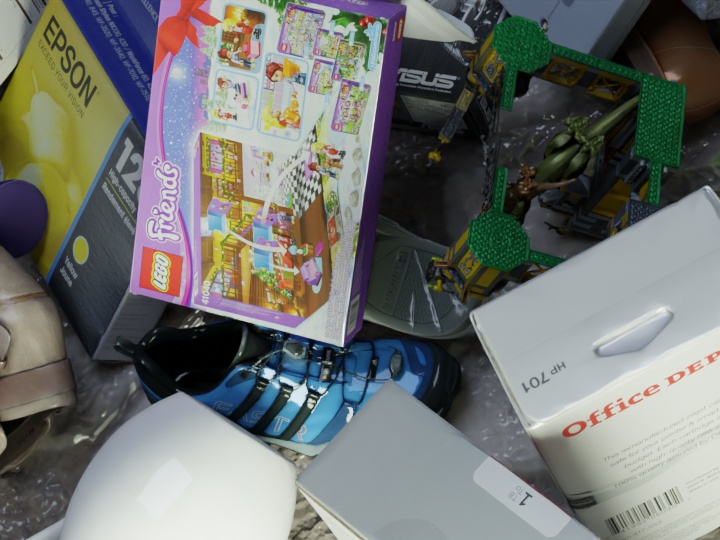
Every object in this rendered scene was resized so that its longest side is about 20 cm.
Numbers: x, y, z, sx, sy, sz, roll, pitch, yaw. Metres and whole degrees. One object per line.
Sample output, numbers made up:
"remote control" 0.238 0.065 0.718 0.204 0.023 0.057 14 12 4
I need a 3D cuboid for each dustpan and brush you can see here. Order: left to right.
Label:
"dustpan and brush" -0.036 -0.188 1.522 0.200 0.140 0.057 8 74 39

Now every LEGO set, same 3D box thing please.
"LEGO set" 0.107 -0.037 1.522 0.154 0.116 0.200 8 62 -16

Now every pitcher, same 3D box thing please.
"pitcher" -0.140 0.164 1.514 0.172 0.121 0.200 31 86 41

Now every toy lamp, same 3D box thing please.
"toy lamp" -0.277 -0.059 1.714 0.200 0.058 0.058 21 68 49

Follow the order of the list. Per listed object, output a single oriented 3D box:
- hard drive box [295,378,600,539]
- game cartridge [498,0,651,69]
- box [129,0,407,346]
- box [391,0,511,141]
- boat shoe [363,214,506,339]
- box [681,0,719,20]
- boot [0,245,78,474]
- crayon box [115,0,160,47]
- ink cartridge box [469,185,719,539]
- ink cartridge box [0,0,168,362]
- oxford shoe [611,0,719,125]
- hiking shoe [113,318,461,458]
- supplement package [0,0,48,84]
"hard drive box" 0.071 0.168 1.369 0.077 0.200 0.156 -47 56 -10
"game cartridge" 0.116 -0.223 1.589 0.133 0.040 0.200 -54 53 36
"box" -0.055 -0.068 1.502 0.137 0.200 0.039 14 22 14
"box" 0.013 -0.173 1.697 0.200 0.048 0.159 11 65 27
"boat shoe" 0.001 -0.001 1.594 0.202 0.065 0.075 16 86 35
"box" 0.212 -0.259 1.597 0.132 0.115 0.200 -11 44 -34
"boot" -0.259 0.063 1.640 0.200 0.070 0.146 -39 75 42
"crayon box" -0.127 -0.124 1.676 0.127 0.051 0.200 54 127 35
"ink cartridge box" 0.161 0.064 1.397 0.146 0.200 0.086 -28 54 3
"ink cartridge box" -0.157 -0.081 1.638 0.198 0.047 0.200 56 132 36
"oxford shoe" 0.175 -0.169 1.627 0.071 0.071 0.200 -19 61 -8
"hiking shoe" -0.041 0.067 1.546 0.200 0.087 0.074 -6 58 18
"supplement package" -0.284 -0.188 1.726 0.121 0.120 0.200 -13 32 36
